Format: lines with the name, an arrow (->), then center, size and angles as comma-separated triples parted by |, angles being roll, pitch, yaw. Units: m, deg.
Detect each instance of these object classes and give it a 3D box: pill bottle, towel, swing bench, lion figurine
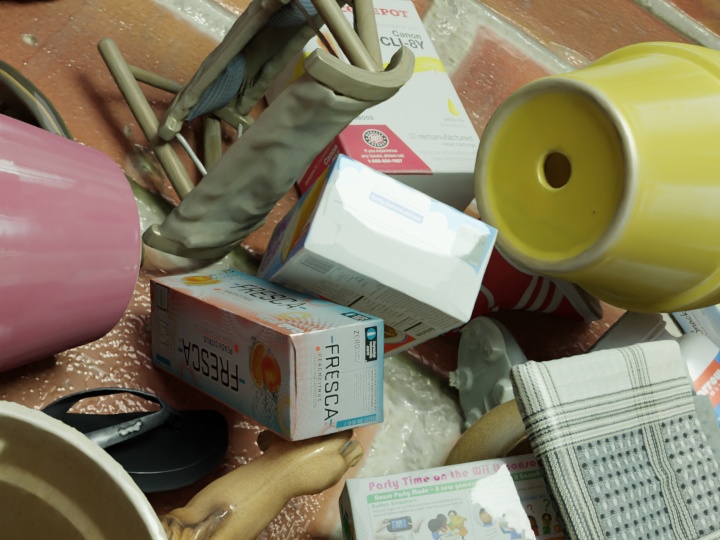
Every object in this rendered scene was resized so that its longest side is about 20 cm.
pill bottle -> 0.267, 0.122, 0.897 | 0.200, 0.112, 0.112 | 45, 46, 9
towel -> 0.192, 0.142, 0.725 | 0.199, 0.034, 0.195 | 0, 66, -45
swing bench -> -0.075, -0.139, 0.824 | 0.129, 0.199, 0.202 | 13, 47, -46
lion figurine -> -0.066, 0.137, 0.659 | 0.072, 0.123, 0.200 | 42, 79, 3

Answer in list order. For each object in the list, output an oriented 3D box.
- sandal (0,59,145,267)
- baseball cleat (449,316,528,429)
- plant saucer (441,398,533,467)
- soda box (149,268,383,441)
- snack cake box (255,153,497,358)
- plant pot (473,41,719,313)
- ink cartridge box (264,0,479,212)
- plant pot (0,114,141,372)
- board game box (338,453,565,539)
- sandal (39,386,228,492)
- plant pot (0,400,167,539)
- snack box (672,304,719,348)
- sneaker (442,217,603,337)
sandal -> -0.228, -0.072, 0.802 | 0.054, 0.082, 0.201 | -35, 83, -21
baseball cleat -> 0.137, 0.130, 0.857 | 0.106, 0.070, 0.202 | 0, 65, -37
plant saucer -> 0.147, 0.176, 0.770 | 0.197, 0.036, 0.203 | 1, 69, -4
soda box -> -0.066, 0.047, 0.713 | 0.068, 0.199, 0.064 | -7, 103, -32
snack cake box -> 0.000, 0.000, 0.773 | 0.114, 0.200, 0.068 | 24, 73, -11
plant pot -> 0.186, -0.067, 0.803 | 0.188, 0.201, 0.202 | -3, 56, -47
ink cartridge box -> 0.005, -0.139, 0.969 | 0.144, 0.084, 0.202 | -3, 57, -32
plant pot -> -0.240, -0.017, 0.671 | 0.178, 0.200, 0.201 | 0, 54, -49
board game box -> 0.073, 0.222, 0.686 | 0.146, 0.064, 0.202 | -6, 67, -9
sandal -> -0.170, 0.100, 0.685 | 0.198, 0.043, 0.076 | 2, 21, -28
plant pot -> -0.203, 0.190, 0.519 | 0.198, 0.184, 0.202 | 16, 49, -19
snack box -> 0.371, 0.046, 1.059 | 0.141, 0.053, 0.201 | -13, 63, -38
sneaker -> 0.122, 0.015, 0.939 | 0.199, 0.112, 0.072 | 31, 33, -49
